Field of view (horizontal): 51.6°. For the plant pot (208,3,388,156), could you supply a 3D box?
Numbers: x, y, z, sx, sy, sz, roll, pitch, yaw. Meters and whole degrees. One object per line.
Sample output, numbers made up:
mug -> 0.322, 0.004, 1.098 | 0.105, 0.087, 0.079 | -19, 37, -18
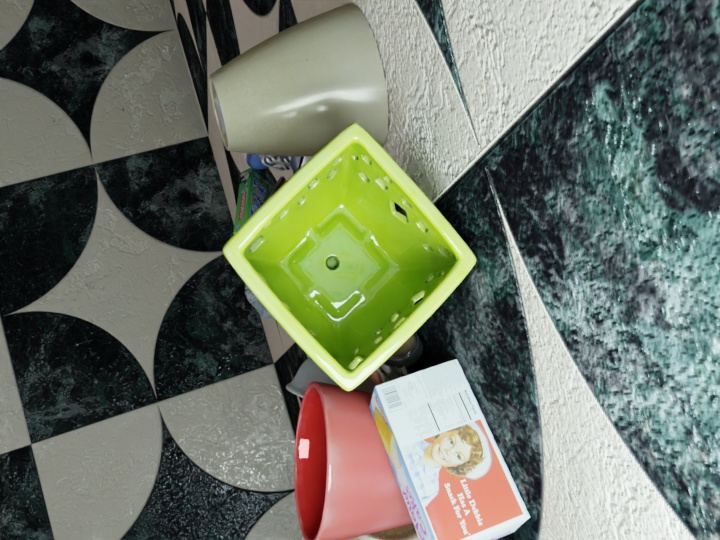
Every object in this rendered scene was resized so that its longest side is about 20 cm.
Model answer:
plant pot -> -0.088, -0.222, 0.955 | 0.187, 0.196, 0.192 | 163, 90, -76

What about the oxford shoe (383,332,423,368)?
oxford shoe -> -0.012, 0.078, 1.037 | 0.085, 0.196, 0.074 | 56, -135, -42

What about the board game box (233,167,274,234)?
board game box -> -0.139, -0.063, 1.278 | 0.200, 0.029, 0.137 | 45, -147, -42

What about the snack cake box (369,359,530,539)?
snack cake box -> 0.099, 0.220, 0.873 | 0.068, 0.112, 0.203 | 102, 150, -57

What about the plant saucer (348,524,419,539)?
plant saucer -> 0.037, 0.326, 1.068 | 0.037, 0.196, 0.202 | 102, 150, -45

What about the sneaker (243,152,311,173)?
sneaker -> -0.105, -0.171, 1.170 | 0.198, 0.080, 0.150 | -31, 64, 35

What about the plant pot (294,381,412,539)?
plant pot -> 0.014, 0.254, 0.988 | 0.200, 0.173, 0.206 | -175, 90, -73

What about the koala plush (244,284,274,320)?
koala plush -> -0.130, 0.031, 1.478 | 0.200, 0.179, 0.182 | 83, 176, -82

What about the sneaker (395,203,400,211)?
sneaker -> 0.021, -0.042, 0.982 | 0.112, 0.071, 0.205 | -174, 70, -74

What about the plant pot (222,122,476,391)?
plant pot -> -0.019, -0.011, 0.834 | 0.201, 0.199, 0.181 | 47, 173, -3

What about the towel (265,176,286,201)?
towel -> -0.099, -0.050, 1.289 | 0.202, 0.022, 0.145 | 57, -155, -23

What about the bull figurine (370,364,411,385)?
bull figurine -> 0.030, 0.124, 1.125 | 0.201, 0.064, 0.123 | 54, 169, 47

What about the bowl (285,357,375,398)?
bowl -> -0.020, 0.184, 1.243 | 0.201, 0.197, 0.093 | 179, 110, -75
